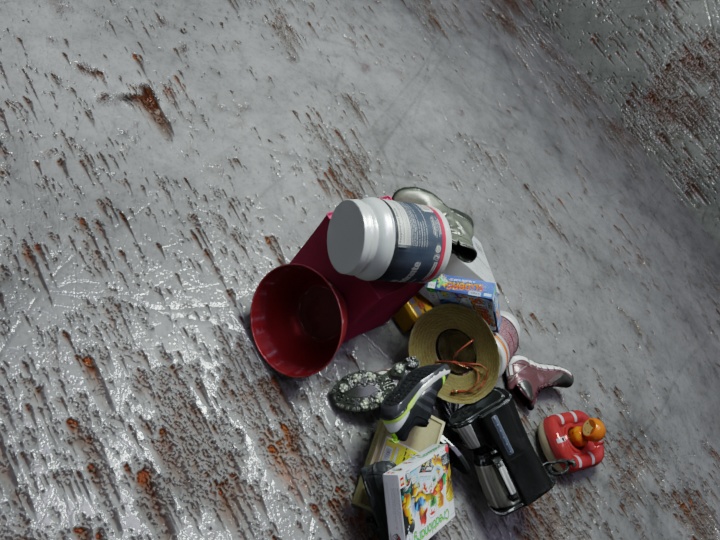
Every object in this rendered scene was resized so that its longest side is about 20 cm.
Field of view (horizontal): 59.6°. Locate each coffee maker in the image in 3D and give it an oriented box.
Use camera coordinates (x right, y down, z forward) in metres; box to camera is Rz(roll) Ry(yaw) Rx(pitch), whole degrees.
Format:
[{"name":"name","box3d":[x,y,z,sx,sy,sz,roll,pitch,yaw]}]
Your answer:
[{"name":"coffee maker","box3d":[0.293,0.341,1.247,0.189,0.134,0.205,-27,93,-26]}]

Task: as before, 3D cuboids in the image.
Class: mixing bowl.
[{"name":"mixing bowl","box3d":[-0.097,0.086,1.170,0.203,0.199,0.108,55,24,12]}]

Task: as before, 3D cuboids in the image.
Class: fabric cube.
[{"name":"fabric cube","box3d":[0.000,0.000,1.282,0.197,0.200,0.199,-19,70,-44]}]

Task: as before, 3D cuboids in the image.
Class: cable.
[{"name":"cable","box3d":[0.243,0.297,1.359,0.164,0.051,0.199,48,44,3]}]

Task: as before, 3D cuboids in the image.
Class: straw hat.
[{"name":"straw hat","box3d":[0.199,0.164,1.289,0.203,0.200,0.085,53,21,9]}]

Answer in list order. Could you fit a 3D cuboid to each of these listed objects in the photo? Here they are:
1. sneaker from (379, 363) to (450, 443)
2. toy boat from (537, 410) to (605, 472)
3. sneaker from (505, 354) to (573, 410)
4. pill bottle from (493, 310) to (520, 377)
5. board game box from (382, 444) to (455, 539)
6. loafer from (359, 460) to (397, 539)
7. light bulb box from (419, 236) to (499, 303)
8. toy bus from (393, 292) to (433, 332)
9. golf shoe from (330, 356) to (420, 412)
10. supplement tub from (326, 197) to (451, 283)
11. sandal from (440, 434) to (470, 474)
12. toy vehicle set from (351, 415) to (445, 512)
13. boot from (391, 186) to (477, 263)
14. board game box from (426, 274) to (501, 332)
[{"name":"sneaker","box3d":[0.103,0.244,1.153,0.198,0.071,0.085,-31,104,-42]},{"name":"toy boat","box3d":[0.504,0.380,1.440,0.195,0.131,0.134,1,58,-37]},{"name":"sneaker","box3d":[0.426,0.284,1.504,0.194,0.076,0.118,16,55,-14]},{"name":"pill bottle","box3d":[0.298,0.167,1.432,0.115,0.114,0.199,50,29,6]},{"name":"board game box","box3d":[0.104,0.386,1.073,0.198,0.034,0.131,-2,85,-59]},{"name":"loafer","box3d":[0.045,0.428,1.076,0.068,0.068,0.207,-28,106,-75]},{"name":"light bulb box","box3d":[0.197,-0.022,1.445,0.197,0.124,0.202,37,26,-27]},{"name":"toy bus","box3d":[0.100,0.064,1.409,0.077,0.065,0.203,-22,74,-45]},{"name":"golf shoe","box3d":[0.034,0.233,1.233,0.194,0.088,0.079,-12,71,-17]},{"name":"supplement tub","box3d":[0.052,-0.052,1.114,0.195,0.141,0.144,3,57,-35]},{"name":"sandal","box3d":[0.131,0.337,1.240,0.200,0.076,0.048,43,68,7]},{"name":"toy vehicle set","box3d":[0.073,0.350,1.152,0.122,0.026,0.204,29,67,-16]},{"name":"boot","box3d":[0.152,-0.096,1.284,0.195,0.069,0.132,23,31,-5]},{"name":"board game box","box3d":[0.215,0.067,1.279,0.131,0.201,0.035,10,69,21]}]
